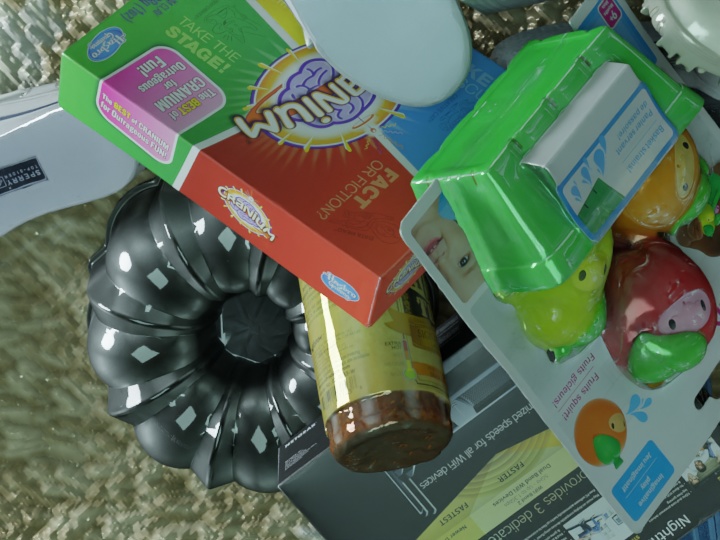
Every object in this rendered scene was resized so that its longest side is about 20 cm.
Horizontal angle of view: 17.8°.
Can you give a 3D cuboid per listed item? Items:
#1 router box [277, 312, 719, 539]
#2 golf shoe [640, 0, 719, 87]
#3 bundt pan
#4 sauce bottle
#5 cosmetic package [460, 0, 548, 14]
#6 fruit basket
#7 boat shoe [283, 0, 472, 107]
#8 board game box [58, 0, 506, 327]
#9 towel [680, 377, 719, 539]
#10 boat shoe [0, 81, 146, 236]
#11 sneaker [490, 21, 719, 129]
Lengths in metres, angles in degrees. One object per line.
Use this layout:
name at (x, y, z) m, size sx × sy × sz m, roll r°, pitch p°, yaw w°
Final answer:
router box at (0.081, 0.100, 1.193) m, size 0.200 × 0.052 × 0.157 m, roll -37°, pitch 106°, yaw 11°
golf shoe at (0.229, -0.141, 1.100) m, size 0.200 × 0.078 × 0.097 m, roll -7°, pitch 145°, yaw -28°
bundt pan at (-0.060, 0.033, 1.244) m, size 0.201 × 0.076 × 0.202 m, roll 2°, pitch 107°, yaw 7°
sauce bottle at (0.000, 0.000, 1.150) m, size 0.066 × 0.066 × 0.200 m, roll -16°, pitch 64°, yaw 11°
cosmetic package at (0.141, -0.188, 1.133) m, size 0.200 × 0.107 × 0.090 m, roll -14°, pitch 89°, yaw 8°
fruit basket at (0.128, -0.009, 1.089) m, size 0.200 × 0.094 × 0.185 m, roll 49°, pitch 62°, yaw -15°
boat shoe at (-0.025, -0.162, 1.129) m, size 0.202 × 0.086 × 0.075 m, roll 39°, pitch 104°, yaw -5°
board game box at (-0.025, -0.082, 1.141) m, size 0.200 × 0.153 × 0.040 m, roll 35°, pitch 145°, yaw 16°
towel at (0.143, 0.127, 1.259) m, size 0.111 × 0.049 × 0.201 m, roll -6°, pitch 105°, yaw 10°
boat shoe at (-0.184, -0.060, 1.238) m, size 0.200 × 0.065 × 0.074 m, roll -6°, pitch 114°, yaw 30°
sneaker at (0.167, -0.067, 1.191) m, size 0.199 × 0.076 × 0.114 m, roll 2°, pitch 112°, yaw 7°
